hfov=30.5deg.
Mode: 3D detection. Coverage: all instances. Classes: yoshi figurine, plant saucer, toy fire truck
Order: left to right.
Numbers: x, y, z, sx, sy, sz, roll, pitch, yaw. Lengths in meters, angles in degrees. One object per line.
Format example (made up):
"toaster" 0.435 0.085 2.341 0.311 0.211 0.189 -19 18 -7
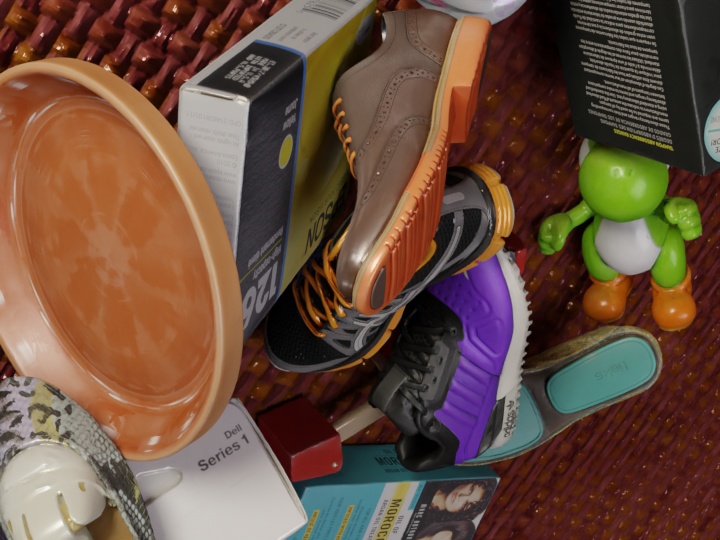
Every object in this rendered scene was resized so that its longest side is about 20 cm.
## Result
"plant saucer" -0.128 -0.005 0.653 0.032 0.199 0.203 -26 135 -45
"toy fire truck" 0.025 0.054 0.923 0.198 0.049 0.143 -18 130 -30
"yoshi figurine" 0.192 -0.035 0.956 0.111 0.112 0.202 -27 131 -12

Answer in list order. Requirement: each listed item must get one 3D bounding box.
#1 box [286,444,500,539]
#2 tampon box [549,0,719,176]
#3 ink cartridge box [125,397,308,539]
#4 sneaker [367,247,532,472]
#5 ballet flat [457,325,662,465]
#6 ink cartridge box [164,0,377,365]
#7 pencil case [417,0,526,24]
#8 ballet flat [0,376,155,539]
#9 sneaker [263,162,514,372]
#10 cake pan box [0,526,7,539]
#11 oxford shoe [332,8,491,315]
"box" 0.010 0.179 1.000 0.198 0.049 0.083 5 116 -41
"tampon box" 0.207 -0.188 0.810 0.149 0.126 0.202 -28 119 -21
"ink cartridge box" -0.122 0.161 0.783 0.145 0.085 0.200 -31 173 -17
"sneaker" 0.052 0.059 0.861 0.098 0.070 0.202 -22 131 -22
"ballet flat" 0.137 0.096 1.021 0.198 0.071 0.071 -23 136 7
"ink cartridge box" -0.049 -0.037 0.726 0.198 0.046 0.203 -57 157 -58
"pencil case" 0.035 -0.222 0.711 0.091 0.083 0.200 -55 138 -9
"ballet flat" -0.132 0.141 0.643 0.071 0.202 0.072 -28 176 -2
"sneaker" 0.000 0.000 0.805 0.200 0.079 0.077 -41 163 32
"cake pan box" -0.214 0.142 0.659 0.051 0.187 0.201 -3 155 -3
"oxford shoe" 0.014 -0.062 0.706 0.072 0.072 0.202 95 13 -51
